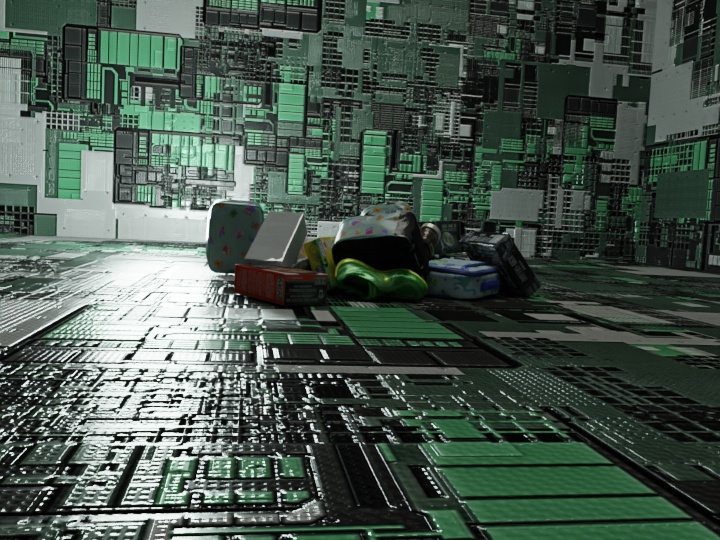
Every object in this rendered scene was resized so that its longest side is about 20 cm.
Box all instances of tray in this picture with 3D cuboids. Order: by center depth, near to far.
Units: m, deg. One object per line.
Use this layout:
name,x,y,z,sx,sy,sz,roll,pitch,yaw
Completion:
tray,-0.145,0.012,1.549,0.107,0.022,0.200,-36,-3,11

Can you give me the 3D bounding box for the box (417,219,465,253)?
box,0.187,-0.090,1.901,0.197,0.088,0.164,-1,0,13

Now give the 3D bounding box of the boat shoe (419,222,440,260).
boat shoe,0.145,-0.025,1.672,0.071,0.201,0.060,25,49,10

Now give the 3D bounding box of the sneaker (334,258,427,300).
sneaker,0.040,0.035,1.427,0.197,0.075,0.084,11,38,3

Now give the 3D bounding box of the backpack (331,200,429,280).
backpack,0.041,-0.052,1.509,0.197,0.155,0.177,-10,-43,18

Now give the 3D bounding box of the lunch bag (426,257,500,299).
lunch bag,0.233,0.019,1.601,0.159,0.084,0.199,9,8,31

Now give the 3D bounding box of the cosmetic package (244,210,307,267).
cosmetic package,-0.209,-0.062,1.729,0.100,0.072,0.201,4,41,13

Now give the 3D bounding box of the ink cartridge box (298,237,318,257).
ink cartridge box,-0.121,-0.034,1.860,0.197,0.068,0.117,4,-23,18

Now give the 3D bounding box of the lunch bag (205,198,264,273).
lunch bag,-0.333,-0.088,1.850,0.158,0.203,0.077,1,15,-19

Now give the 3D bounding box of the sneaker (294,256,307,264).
sneaker,-0.149,-0.003,1.766,0.197,0.075,0.080,4,24,8

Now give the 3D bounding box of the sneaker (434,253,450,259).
sneaker,0.229,-0.006,1.911,0.076,0.081,0.200,1,5,-22

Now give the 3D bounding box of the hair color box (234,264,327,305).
hair color box,-0.159,0.026,1.346,0.100,0.062,0.199,1,6,-38

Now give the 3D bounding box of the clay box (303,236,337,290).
clay box,-0.074,-0.016,1.558,0.047,0.116,0.200,-19,-1,13

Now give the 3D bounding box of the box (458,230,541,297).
box,0.341,-0.018,1.697,0.050,0.158,0.200,-39,14,-10
